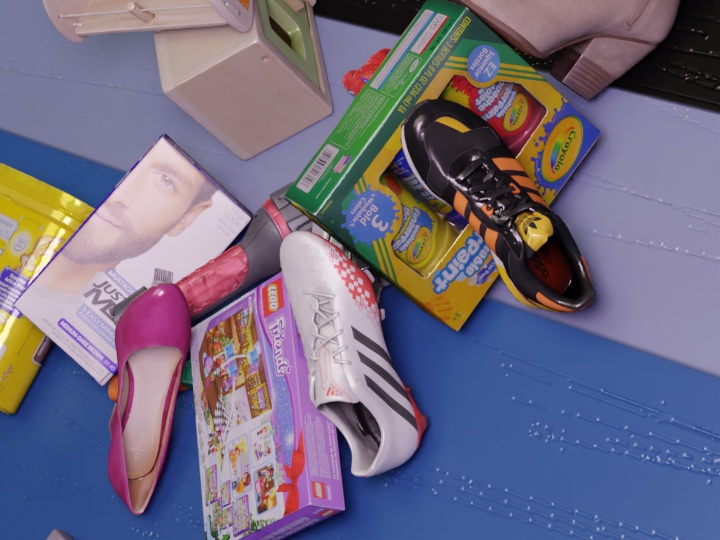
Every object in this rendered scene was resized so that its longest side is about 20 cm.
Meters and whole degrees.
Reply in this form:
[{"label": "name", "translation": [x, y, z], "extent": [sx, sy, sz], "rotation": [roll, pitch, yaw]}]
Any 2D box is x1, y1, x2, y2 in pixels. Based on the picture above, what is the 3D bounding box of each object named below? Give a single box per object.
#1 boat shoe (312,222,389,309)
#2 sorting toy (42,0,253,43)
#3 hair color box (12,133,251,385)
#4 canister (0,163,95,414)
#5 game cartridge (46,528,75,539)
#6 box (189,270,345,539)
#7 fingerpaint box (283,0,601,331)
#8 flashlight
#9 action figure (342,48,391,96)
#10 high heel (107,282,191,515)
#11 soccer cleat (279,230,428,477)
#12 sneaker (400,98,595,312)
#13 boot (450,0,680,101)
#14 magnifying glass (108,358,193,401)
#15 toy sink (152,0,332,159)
[{"label": "boat shoe", "translation": [0.000, 0.000, 1.630], "extent": [0.070, 0.072, 0.202], "rotation": [1, 77, 26]}, {"label": "sorting toy", "translation": [-0.207, -0.285, 1.675], "extent": [0.198, 0.180, 0.108], "rotation": [1, 65, 34]}, {"label": "hair color box", "translation": [-0.200, -0.011, 1.731], "extent": [0.200, 0.109, 0.065], "rotation": [-48, 7, 1]}, {"label": "canister", "translation": [-0.329, 0.017, 1.826], "extent": [0.148, 0.086, 0.201], "rotation": [23, 81, 40]}, {"label": "game cartridge", "translation": [-0.279, 0.334, 1.653], "extent": [0.129, 0.038, 0.201], "rotation": [37, 89, 37]}, {"label": "box", "translation": [-0.078, 0.118, 1.587], "extent": [0.136, 0.039, 0.202], "rotation": [-30, 57, 42]}, {"label": "fingerpaint box", "translation": [0.067, -0.084, 1.549], "extent": [0.201, 0.167, 0.073], "rotation": [-53, 28, -3]}, {"label": "flashlight", "translation": [-0.120, 0.001, 1.674], "extent": [0.199, 0.068, 0.068], "rotation": [-31, 16, -4]}, {"label": "action figure", "translation": [0.053, -0.161, 1.680], "extent": [0.199, 0.052, 0.066], "rotation": [10, 50, 47]}, {"label": "high heel", "translation": [-0.176, 0.107, 1.630], "extent": [0.096, 0.067, 0.201], "rotation": [-110, 35, -44]}, {"label": "soccer cleat", "translation": [-0.015, 0.065, 1.524], "extent": [0.068, 0.085, 0.202], "rotation": [-20, 98, 38]}, {"label": "sneaker", "translation": [0.112, -0.049, 1.480], "extent": [0.070, 0.201, 0.090], "rotation": [-42, 19, -10]}, {"label": "boot", "translation": [0.171, -0.231, 1.548], "extent": [0.147, 0.199, 0.070], "rotation": [-56, 39, 6]}, {"label": "magnifying glass", "translation": [-0.134, 0.087, 1.696], "extent": [0.198, 0.022, 0.080], "rotation": [-12, 60, 30]}, {"label": "toy sink", "translation": [-0.111, -0.229, 1.783], "extent": [0.111, 0.130, 0.201], "rotation": [-26, 52, 20]}]
